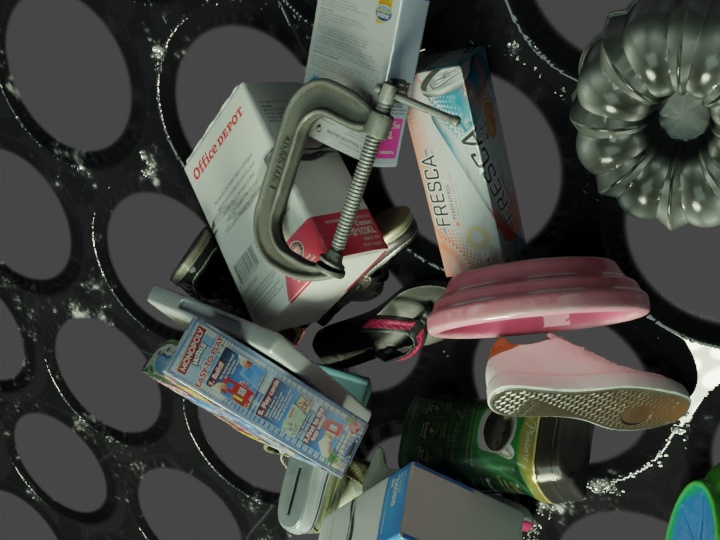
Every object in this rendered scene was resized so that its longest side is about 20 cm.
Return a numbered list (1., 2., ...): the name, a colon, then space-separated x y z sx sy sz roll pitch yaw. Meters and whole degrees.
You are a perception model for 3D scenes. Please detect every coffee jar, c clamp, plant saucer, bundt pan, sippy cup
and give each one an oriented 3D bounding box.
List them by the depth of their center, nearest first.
1. bundt pan: 0.256 -0.121 0.760 0.198 0.076 0.206 16 124 24
2. c clamp: -0.022 -0.075 0.816 0.170 0.027 0.203 36 112 31
3. plant saucer: 0.155 0.025 0.851 0.197 0.199 0.052 -12 79 35
4. sippy cup: 0.367 0.277 0.890 0.127 0.141 0.180 11 128 1
5. coffee jar: 0.142 0.183 0.987 0.197 0.106 0.086 -5 143 34
6. plant saucer: -0.065 0.139 1.091 0.198 0.071 0.019 10 167 45

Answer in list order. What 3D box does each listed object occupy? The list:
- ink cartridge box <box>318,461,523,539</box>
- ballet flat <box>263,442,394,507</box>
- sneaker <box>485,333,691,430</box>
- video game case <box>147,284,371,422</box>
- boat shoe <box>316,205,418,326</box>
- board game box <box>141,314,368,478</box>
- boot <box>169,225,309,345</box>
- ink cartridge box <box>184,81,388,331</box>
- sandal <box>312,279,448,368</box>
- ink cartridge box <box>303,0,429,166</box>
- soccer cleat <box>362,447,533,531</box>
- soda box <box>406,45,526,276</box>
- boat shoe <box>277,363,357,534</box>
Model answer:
1. ink cartridge box: 0.055 0.294 1.001 0.143 0.085 0.200 27 140 -17
2. ballet flat: -0.031 0.245 1.148 0.197 0.076 0.068 28 151 13
3. sneaker: 0.218 0.097 0.914 0.195 0.086 0.074 8 136 -4
4. video game case: -0.101 0.090 0.981 0.180 0.023 0.200 18 162 36
5. boat shoe: 0.000 0.000 0.993 0.065 0.072 0.199 46 133 -10
6. board game box: -0.125 0.112 0.934 0.199 0.062 0.198 40 162 -33
7. boot: -0.127 0.032 1.039 0.149 0.074 0.200 37 167 2
8. ink cartridge box: -0.079 -0.064 0.943 0.145 0.083 0.203 -44 66 43
9. sandal: 0.029 0.070 1.013 0.198 0.045 0.075 -25 116 31
10. ink cartridge box: 0.004 -0.206 0.837 0.119 0.041 0.204 31 119 45
11. soccer cleat: 0.100 0.246 1.076 0.195 0.088 0.070 8 158 4
12. soda box: 0.096 -0.096 0.879 0.067 0.064 0.204 -2 116 32
13. boat shoe: -0.041 0.203 1.100 0.071 0.061 0.204 14 84 45
